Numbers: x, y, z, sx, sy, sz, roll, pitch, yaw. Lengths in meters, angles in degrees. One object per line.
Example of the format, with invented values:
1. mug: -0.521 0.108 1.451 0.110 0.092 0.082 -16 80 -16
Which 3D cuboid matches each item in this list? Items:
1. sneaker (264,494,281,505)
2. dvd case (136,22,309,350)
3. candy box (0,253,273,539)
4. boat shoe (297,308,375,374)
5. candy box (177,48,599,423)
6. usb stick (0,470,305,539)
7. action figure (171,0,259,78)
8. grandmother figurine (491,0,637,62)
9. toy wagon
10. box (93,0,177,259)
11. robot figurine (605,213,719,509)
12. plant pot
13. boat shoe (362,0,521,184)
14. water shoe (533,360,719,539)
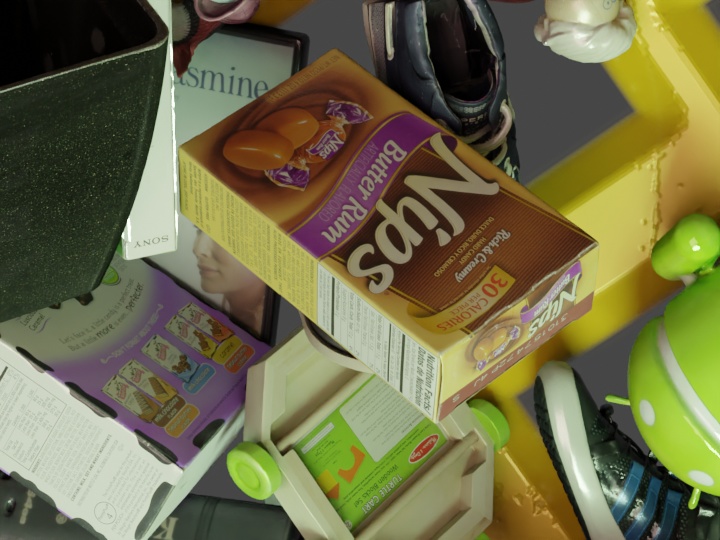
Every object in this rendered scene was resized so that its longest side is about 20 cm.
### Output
1. sneaker: -0.023 0.161 1.582 0.075 0.115 0.201 -3 106 16
2. dvd case: -0.108 -0.052 1.590 0.142 0.018 0.201 12 110 13
3. candy box: -0.164 0.047 1.537 0.199 0.168 0.072 34 116 4
4. boat shoe: 0.000 0.000 1.489 0.072 0.200 0.063 -7 112 -19
5. candy box: 0.013 -0.022 1.423 0.200 0.116 0.057 39 147 28
6. usb stick: -0.125 0.149 1.559 0.199 0.033 0.056 6 74 17
7. action figure: -0.071 -0.199 1.499 0.148 0.134 0.201 -6 128 -27
8. grandmother figurine: 0.085 -0.189 1.443 0.060 0.121 0.200 4 136 50
9. toy wagon: 0.018 0.118 1.543 0.201 0.155 0.040 56 146 -7
10. box: -0.153 -0.108 1.494 0.036 0.200 0.145 -10 116 -23
11. robot figurine: 0.227 0.042 1.472 0.200 0.116 0.176 -40 84 24
12. plant pot: -0.219 -0.074 1.398 0.198 0.200 0.178 -20 135 -20
13. boat shoe: 0.053 -0.068 1.489 0.074 0.093 0.201 -21 102 -9
14. water shoe: 0.162 0.131 1.557 0.078 0.072 0.201 -24 104 -1
